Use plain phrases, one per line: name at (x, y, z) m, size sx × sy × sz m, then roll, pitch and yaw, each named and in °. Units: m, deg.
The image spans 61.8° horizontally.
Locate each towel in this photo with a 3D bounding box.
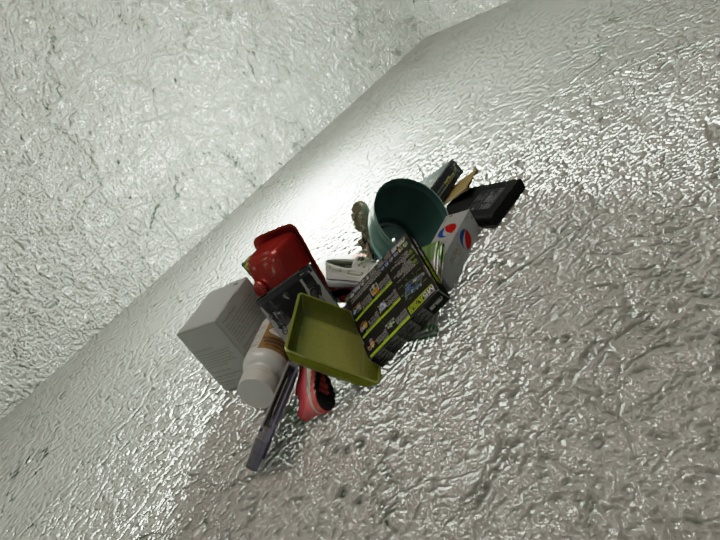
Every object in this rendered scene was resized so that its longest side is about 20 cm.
towel at (0.103, 0.046, 1.229) m, size 0.147 × 0.030 × 0.205 m, roll -17°, pitch 55°, yaw 41°

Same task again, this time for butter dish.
butter dish at (-0.206, 0.013, 1.495) m, size 0.197 × 0.203 × 0.148 m, roll -15°, pitch 19°, yaw 45°

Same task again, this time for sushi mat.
sushi mat at (0.223, -0.188, 1.547) m, size 0.199 × 0.012 × 0.096 m, roll -35°, pitch 15°, yaw 48°

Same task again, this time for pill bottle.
pill bottle at (-0.208, 0.209, 1.382) m, size 0.112 × 0.115 × 0.202 m, roll -25°, pitch 26°, yaw 27°

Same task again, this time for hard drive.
hard drive at (0.279, -0.154, 1.437) m, size 0.140 × 0.033 × 0.198 m, roll -49°, pitch 25°, yaw -24°

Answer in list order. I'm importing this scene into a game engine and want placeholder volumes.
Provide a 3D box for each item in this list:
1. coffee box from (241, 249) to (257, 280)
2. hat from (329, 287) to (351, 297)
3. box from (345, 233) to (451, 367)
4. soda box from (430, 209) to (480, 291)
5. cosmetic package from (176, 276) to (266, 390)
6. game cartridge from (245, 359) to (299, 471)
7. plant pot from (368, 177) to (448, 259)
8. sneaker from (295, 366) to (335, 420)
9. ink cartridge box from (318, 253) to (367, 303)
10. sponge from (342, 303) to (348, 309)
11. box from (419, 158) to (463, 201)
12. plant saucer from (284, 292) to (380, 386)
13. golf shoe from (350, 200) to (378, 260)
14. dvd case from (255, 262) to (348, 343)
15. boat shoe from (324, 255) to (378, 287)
coffee box at (-0.219, 0.019, 1.644) m, size 0.123 × 0.202 × 0.044 m, roll -41°, pitch 22°, yaw -13°
hat at (-0.105, 0.098, 1.410) m, size 0.195 × 0.083 × 0.201 m, roll -13°, pitch -5°, yaw -1°
box at (0.068, 0.055, 1.210) m, size 0.200 × 0.047 × 0.195 m, roll -47°, pitch 39°, yaw 16°
soda box at (0.193, -0.042, 1.317) m, size 0.067 × 0.064 × 0.202 m, roll -13°, pitch 34°, yaw 44°
cosmetic package at (-0.315, 0.161, 1.523) m, size 0.164 × 0.202 × 0.169 m, roll -19°, pitch 27°, yaw 37°
game cartridge at (-0.170, 0.283, 1.200) m, size 0.202 × 0.037 × 0.131 m, roll -70°, pitch -1°, yaw -46°
plant pot at (0.099, -0.097, 1.433) m, size 0.202 × 0.199 × 0.135 m, roll -53°, pitch 0°, yaw -34°
sneaker at (-0.106, 0.217, 1.241) m, size 0.086 × 0.073 × 0.203 m, roll -37°, pitch 34°, yaw 25°
ink cartridge box at (-0.053, 0.021, 1.562) m, size 0.117 × 0.068 × 0.198 m, roll -50°, pitch 25°, yaw -25°
sponge at (0.040, 0.071, 1.379) m, size 0.112 × 0.030 × 0.198 m, roll -50°, pitch 25°, yaw -25°
box at (0.169, -0.196, 1.608) m, size 0.199 × 0.051 × 0.159 m, roll -29°, pitch 20°, yaw 54°
plant saucer at (-0.055, 0.149, 1.220) m, size 0.202 × 0.195 × 0.049 m, roll -84°, pitch 16°, yaw -59°
golf shoe at (0.034, -0.114, 1.540) m, size 0.096 × 0.202 × 0.079 m, roll -30°, pitch 52°, yaw -12°
dvd case at (-0.113, 0.107, 1.317) m, size 0.148 × 0.202 × 0.025 m, roll -32°, pitch 15°, yaw 9°
boat shoe at (0.000, 0.000, 1.393) m, size 0.194 × 0.069 × 0.074 m, roll -5°, pitch 23°, yaw 23°
